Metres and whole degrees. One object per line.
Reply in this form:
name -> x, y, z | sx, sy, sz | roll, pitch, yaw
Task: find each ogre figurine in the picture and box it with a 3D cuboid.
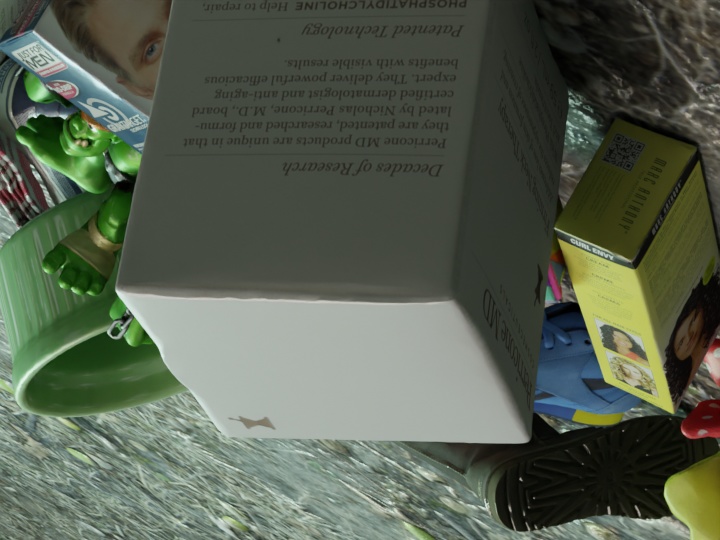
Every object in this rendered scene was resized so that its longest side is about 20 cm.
ogre figurine -> -0.144, -0.071, 1.586 | 0.098, 0.201, 0.120 | 17, 138, -27

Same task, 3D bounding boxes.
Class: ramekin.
ramekin -> -0.147, 0.013, 1.757 | 0.200, 0.199, 0.098 | 96, 156, -71

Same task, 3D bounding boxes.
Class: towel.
towel -> -0.247, -0.096, 1.783 | 0.147, 0.030, 0.200 | 62, 179, 29

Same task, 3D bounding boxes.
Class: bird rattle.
bird rattle -> 0.265, 0.101, 1.550 | 0.162, 0.113, 0.200 | 17, 149, 4

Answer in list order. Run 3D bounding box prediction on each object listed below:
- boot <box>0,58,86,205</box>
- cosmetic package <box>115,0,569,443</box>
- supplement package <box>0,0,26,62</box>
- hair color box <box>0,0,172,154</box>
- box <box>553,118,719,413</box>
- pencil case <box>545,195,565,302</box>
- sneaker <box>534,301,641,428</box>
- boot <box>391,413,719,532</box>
boot -> -0.161, -0.068, 1.750 | 0.090, 0.073, 0.200 | 16, 162, 33
cosmetic package -> -0.001, -0.040, 1.278 | 0.165, 0.201, 0.168 | 0, 154, 17
supplement package -> -0.300, -0.123, 1.607 | 0.119, 0.201, 0.121 | 30, 164, 2
hair color box -> -0.089, -0.109, 1.470 | 0.200, 0.100, 0.060 | 36, 161, -20
box -> 0.155, 0.001, 1.425 | 0.050, 0.075, 0.200 | 24, 163, 23
pencil case -> 0.011, -0.013, 1.406 | 0.199, 0.089, 0.088 | -5, 152, 14
sneaker -> 0.096, 0.045, 1.541 | 0.199, 0.079, 0.066 | 3, -138, -37
boot -> 0.120, 0.112, 1.767 | 0.181, 0.073, 0.200 | -3, -170, -19
